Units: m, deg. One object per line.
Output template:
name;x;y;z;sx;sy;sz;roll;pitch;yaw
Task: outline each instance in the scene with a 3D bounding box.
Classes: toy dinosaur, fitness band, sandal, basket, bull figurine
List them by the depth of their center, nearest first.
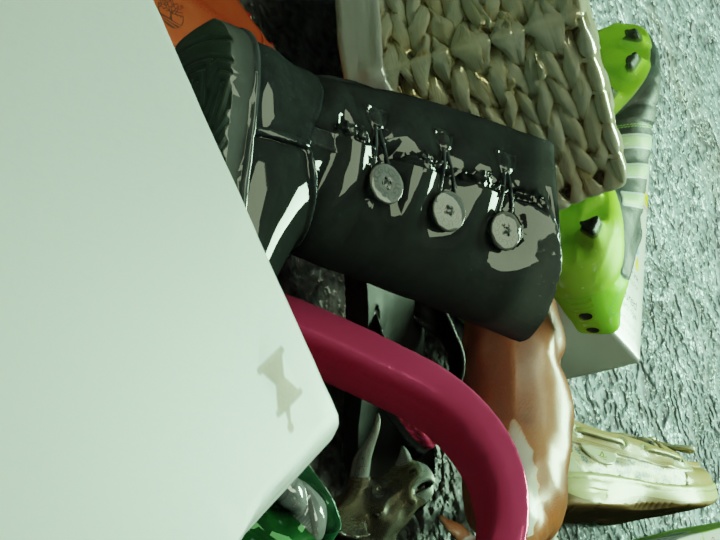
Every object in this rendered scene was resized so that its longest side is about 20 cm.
fitness band;-0.018;0.082;0.685;0.198;0.038;0.145;26;48;-9
toy dinosaur;-0.035;0.156;0.700;0.199;0.077;0.103;-31;86;-46
sandal;0.024;0.044;0.790;0.075;0.045;0.202;-46;140;-49
basket;0.061;-0.128;0.841;0.136;0.122;0.202;65;17;-44
bull figurine;0.082;0.099;0.862;0.122;0.064;0.203;72;24;-67

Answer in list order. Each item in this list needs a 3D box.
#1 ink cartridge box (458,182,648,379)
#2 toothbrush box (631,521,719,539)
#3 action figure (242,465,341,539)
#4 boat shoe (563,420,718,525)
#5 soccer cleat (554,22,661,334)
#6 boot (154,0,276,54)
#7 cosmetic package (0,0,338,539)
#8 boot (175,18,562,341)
ink cartridge box;0.110;-0.056;0.981;0.145;0.083;0.202;42;45;-39
toothbrush box;0.220;0.241;1.027;0.199;0.085;0.148;5;73;-55
action figure;-0.073;0.070;0.589;0.200;0.118;0.055;46;0;-16
boat shoe;0.162;0.123;0.998;0.199;0.073;0.064;13;64;-52
soccer cleat;0.132;-0.055;0.892;0.081;0.067;0.202;62;34;-43
boot;-0.065;-0.099;0.748;0.199;0.074;0.109;29;49;-47
cosmetic package;-0.147;0.029;0.443;0.167;0.198;0.168;-42;112;-55
boot;0.000;-0.001;0.696;0.199;0.065;0.167;17;80;-40
